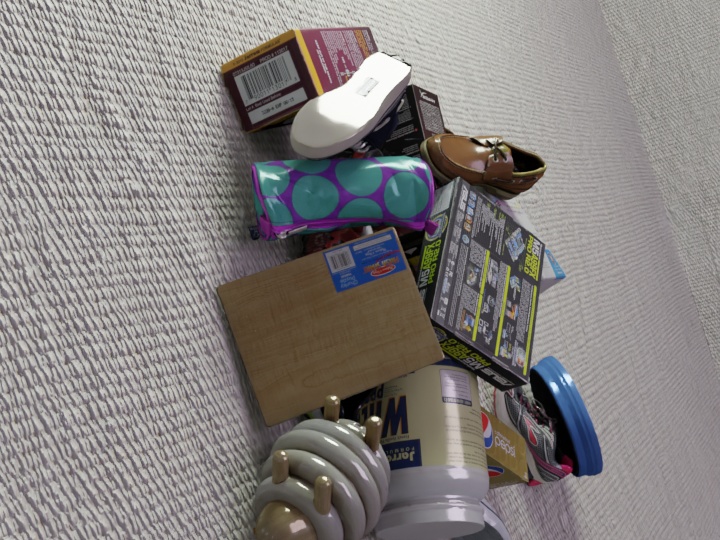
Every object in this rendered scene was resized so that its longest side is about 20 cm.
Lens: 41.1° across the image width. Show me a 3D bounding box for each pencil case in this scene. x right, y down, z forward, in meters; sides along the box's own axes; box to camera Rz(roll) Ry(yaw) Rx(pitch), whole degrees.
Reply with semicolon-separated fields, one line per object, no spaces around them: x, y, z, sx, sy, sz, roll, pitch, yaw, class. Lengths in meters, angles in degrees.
-0.020;-0.077;1.041;0.199;0.085;0.093;-5;61;-15;pencil case

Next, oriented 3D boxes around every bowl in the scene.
0.325;0.237;1.540;0.201;0.039;0.201;159;-90;-87;bowl

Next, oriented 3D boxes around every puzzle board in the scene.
-0.030;0.056;0.990;0.017;0.199;0.151;136;-66;-74;puzzle board

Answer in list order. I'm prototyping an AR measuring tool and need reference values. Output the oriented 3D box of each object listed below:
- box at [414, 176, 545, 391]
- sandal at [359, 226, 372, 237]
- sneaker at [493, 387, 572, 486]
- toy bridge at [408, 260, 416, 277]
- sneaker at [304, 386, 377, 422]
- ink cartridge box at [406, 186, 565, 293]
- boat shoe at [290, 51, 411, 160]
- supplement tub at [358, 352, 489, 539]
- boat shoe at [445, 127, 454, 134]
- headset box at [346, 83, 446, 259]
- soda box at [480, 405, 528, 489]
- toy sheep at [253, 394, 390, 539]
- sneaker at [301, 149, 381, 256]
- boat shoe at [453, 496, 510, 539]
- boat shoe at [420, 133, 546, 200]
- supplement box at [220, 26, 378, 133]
0.138;0.015;1.113;0.160;0.044;0.201;34;53;-28;box
0.007;-0.003;1.171;0.059;0.079;0.207;22;54;-51;sandal
0.265;0.236;1.491;0.201;0.074;0.081;64;29;-12;sneaker
0.084;0.033;1.338;0.200;0.027;0.067;56;31;-24;toy bridge
0.012;0.091;1.045;0.072;0.083;0.200;42;71;-39;sneaker
0.156;-0.035;1.315;0.200;0.146;0.147;59;20;12;ink cartridge box
-0.009;-0.156;1.063;0.200;0.075;0.093;-45;156;-37;boat shoe
0.071;0.197;1.099;0.145;0.145;0.201;30;49;-51;supplement tub
0.084;-0.202;1.422;0.202;0.075;0.075;1;73;-60;boat shoe
0.042;-0.113;1.222;0.077;0.148;0.201;3;71;-58;headset box
0.158;0.235;1.315;0.200;0.064;0.068;40;42;-45;soda box
-0.032;0.203;0.931;0.200;0.138;0.138;-38;108;-43;toy sheep
-0.041;-0.054;1.129;0.071;0.098;0.201;45;60;-63;sneaker
0.136;0.293;1.232;0.200;0.073;0.067;52;37;-31;boat shoe
0.155;-0.140;1.187;0.200;0.068;0.072;4;64;-48;boat shoe
-0.060;-0.231;1.151;0.200;0.110;0.086;-29;99;-61;supplement box
